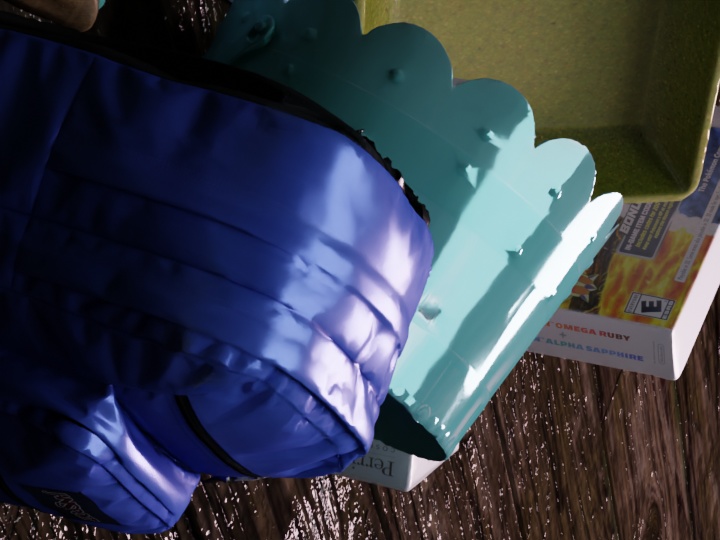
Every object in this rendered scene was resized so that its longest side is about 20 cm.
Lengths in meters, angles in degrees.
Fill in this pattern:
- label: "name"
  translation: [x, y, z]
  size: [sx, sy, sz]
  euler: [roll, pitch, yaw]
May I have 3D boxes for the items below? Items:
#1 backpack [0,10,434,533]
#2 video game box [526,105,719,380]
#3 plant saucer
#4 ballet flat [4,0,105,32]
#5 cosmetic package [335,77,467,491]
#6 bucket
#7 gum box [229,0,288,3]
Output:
- label: "backpack"
  translation: [-0.081, 0.010, 0.919]
  size: [0.163, 0.200, 0.168]
  euler: [46, 58, -67]
- label: "video game box"
  translation: [0.128, -0.032, 1.478]
  size: [0.200, 0.182, 0.047]
  euler: [-60, 149, -41]
- label: "plant saucer"
  translation: [0.090, -0.116, 1.324]
  size: [0.200, 0.200, 0.048]
  euler: [94, -9, -48]
- label: "ballet flat"
  translation: [-0.144, -0.156, 0.875]
  size: [0.072, 0.068, 0.200]
  euler: [-39, 140, -30]
- label: "cosmetic package"
  translation: [0.000, 0.000, 1.271]
  size: [0.071, 0.101, 0.200]
  euler: [-33, 130, -62]
- label: "bucket"
  translation: [-0.004, -0.019, 1.097]
  size: [0.135, 0.207, 0.207]
  euler: [-57, 155, -11]
- label: "gum box"
  translation: [-0.043, -0.216, 1.123]
  size: [0.200, 0.045, 0.170]
  euler: [33, 70, -67]
